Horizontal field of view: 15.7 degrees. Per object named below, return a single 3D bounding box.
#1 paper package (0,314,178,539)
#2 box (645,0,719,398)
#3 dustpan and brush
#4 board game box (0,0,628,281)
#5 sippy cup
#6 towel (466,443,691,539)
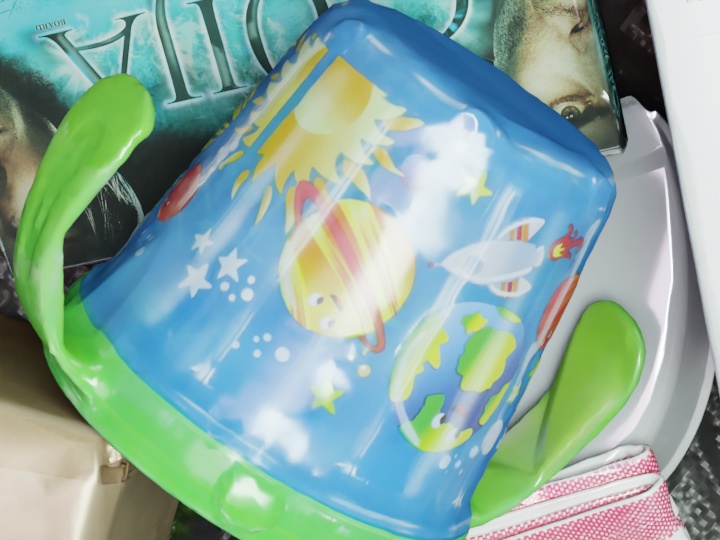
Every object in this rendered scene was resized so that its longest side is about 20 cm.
[{"bbox_3d":[-0.160,0.060,0.794,0.200,0.191,0.104,16,94,4],"label":"paper package"},{"bbox_3d":[0.143,-0.067,0.754,0.106,0.152,0.200,-11,96,11],"label":"box"},{"bbox_3d":[0.064,0.058,0.838,0.139,0.057,0.200,-18,88,17],"label":"dustpan and brush"},{"bbox_3d":[-0.031,-0.080,0.789,0.200,0.028,0.135,-12,106,14],"label":"board game box"},{"bbox_3d":[0.000,0.000,0.731,0.140,0.178,0.130,37,103,17],"label":"sippy cup"},{"bbox_3d":[0.058,0.159,0.838,0.146,0.030,0.200,-18,113,11],"label":"towel"}]
